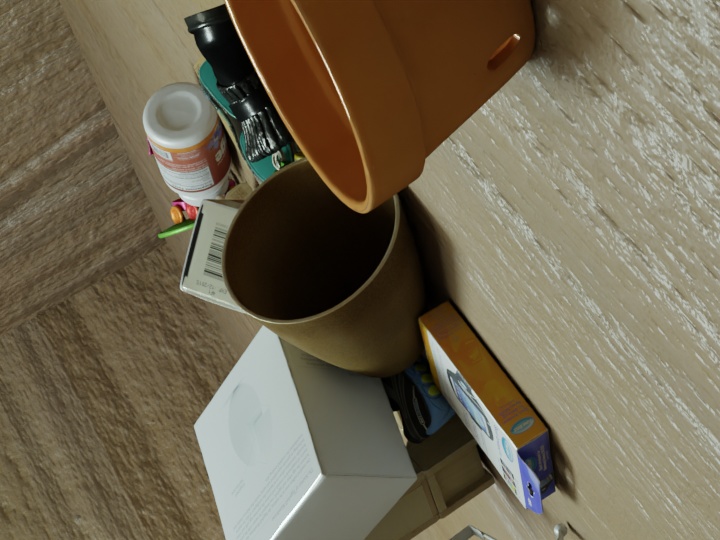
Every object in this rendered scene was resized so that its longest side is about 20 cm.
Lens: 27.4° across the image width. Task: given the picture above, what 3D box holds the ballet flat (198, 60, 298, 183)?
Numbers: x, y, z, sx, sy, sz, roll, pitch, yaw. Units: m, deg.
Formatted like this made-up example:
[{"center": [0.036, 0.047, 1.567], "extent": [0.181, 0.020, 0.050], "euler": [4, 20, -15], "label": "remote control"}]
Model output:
[{"center": [-0.121, -0.174, 1.758], "extent": [0.201, 0.074, 0.074], "euler": [60, 170, 18], "label": "ballet flat"}]

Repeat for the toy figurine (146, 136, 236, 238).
[{"center": [-0.274, -0.167, 2.383], "extent": [0.199, 0.149, 0.186], "euler": [-9, 102, 56], "label": "toy figurine"}]

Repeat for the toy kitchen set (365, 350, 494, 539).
[{"center": [0.015, 0.177, 1.667], "extent": [0.200, 0.179, 0.164], "euler": [41, 157, 51], "label": "toy kitchen set"}]

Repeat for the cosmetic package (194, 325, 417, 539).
[{"center": [-0.062, 0.190, 1.549], "extent": [0.200, 0.122, 0.201], "euler": [-53, 43, 37], "label": "cosmetic package"}]

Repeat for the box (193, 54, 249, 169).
[{"center": [-0.167, -0.216, 1.951], "extent": [0.165, 0.021, 0.200], "euler": [62, 170, -5], "label": "box"}]

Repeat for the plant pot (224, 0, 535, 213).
[{"center": [0.013, -0.156, 0.896], "extent": [0.201, 0.139, 0.200], "euler": [58, 170, 16], "label": "plant pot"}]

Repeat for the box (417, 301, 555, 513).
[{"center": [0.127, 0.136, 1.409], "extent": [0.200, 0.041, 0.120], "euler": [52, 167, 35], "label": "box"}]

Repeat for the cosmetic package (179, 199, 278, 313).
[{"center": [-0.101, -0.019, 1.575], "extent": [0.086, 0.105, 0.200], "euler": [18, -173, 20], "label": "cosmetic package"}]

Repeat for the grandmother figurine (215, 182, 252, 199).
[{"center": [-0.176, -0.071, 2.254], "extent": [0.121, 0.060, 0.200], "euler": [48, 165, 12], "label": "grandmother figurine"}]

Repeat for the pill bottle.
[{"center": [-0.254, -0.183, 2.214], "extent": [0.113, 0.111, 0.201], "euler": [56, 169, 26], "label": "pill bottle"}]

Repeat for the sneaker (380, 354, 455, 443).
[{"center": [0.030, 0.107, 1.580], "extent": [0.070, 0.083, 0.200], "euler": [24, -160, -41], "label": "sneaker"}]

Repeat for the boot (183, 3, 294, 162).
[{"center": [-0.117, -0.202, 1.571], "extent": [0.211, 0.079, 0.159], "euler": [-26, -86, -90], "label": "boot"}]

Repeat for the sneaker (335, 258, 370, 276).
[{"center": [0.000, 0.000, 1.631], "extent": [0.200, 0.072, 0.072], "euler": [82, -175, -71], "label": "sneaker"}]

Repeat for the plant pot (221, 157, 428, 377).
[{"center": [-0.011, 0.019, 1.448], "extent": [0.187, 0.186, 0.200], "euler": [52, 179, 41], "label": "plant pot"}]

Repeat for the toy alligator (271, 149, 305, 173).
[{"center": [-0.069, -0.099, 1.610], "extent": [0.199, 0.054, 0.060], "euler": [27, 126, 56], "label": "toy alligator"}]

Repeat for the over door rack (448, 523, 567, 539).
[{"center": [0.191, 0.326, 1.477], "extent": [0.199, 0.066, 0.149], "euler": [0, 121, 55], "label": "over door rack"}]
